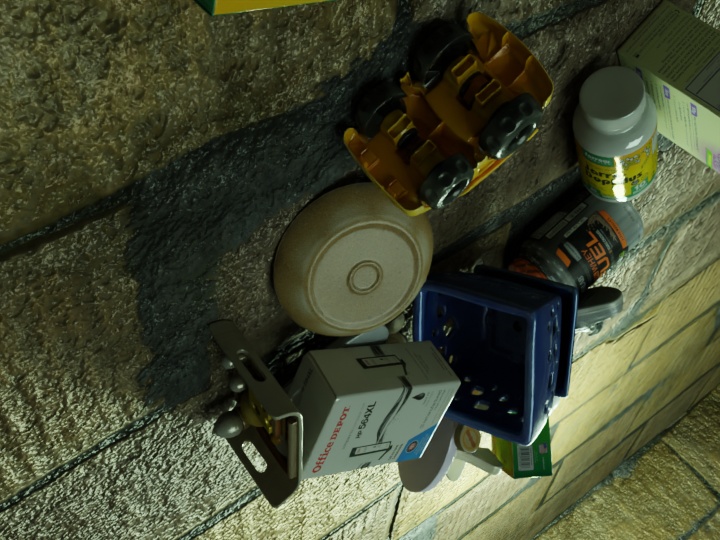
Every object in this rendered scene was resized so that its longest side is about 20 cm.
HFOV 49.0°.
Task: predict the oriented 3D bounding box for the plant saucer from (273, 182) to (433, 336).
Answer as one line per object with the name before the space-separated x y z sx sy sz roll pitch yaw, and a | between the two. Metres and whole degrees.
plant saucer | 0.000 0.000 0.902 0.197 0.036 0.203 -11 124 -17

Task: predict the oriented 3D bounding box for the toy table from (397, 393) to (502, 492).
toy table | 0.155 0.295 1.394 0.115 0.185 0.202 6 126 -33

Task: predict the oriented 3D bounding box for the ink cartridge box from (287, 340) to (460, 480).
ink cartridge box | 0.007 0.174 1.000 0.197 0.085 0.148 -2 129 -36

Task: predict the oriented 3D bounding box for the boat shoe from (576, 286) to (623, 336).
boat shoe | 0.344 0.080 1.263 0.074 0.065 0.201 -37 -175 -38

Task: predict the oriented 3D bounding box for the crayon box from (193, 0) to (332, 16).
crayon box | -0.058 -0.287 0.546 0.117 0.058 0.202 -20 141 -34

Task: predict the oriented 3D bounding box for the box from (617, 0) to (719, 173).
box | 0.469 -0.243 1.087 0.097 0.200 0.176 -45 148 4

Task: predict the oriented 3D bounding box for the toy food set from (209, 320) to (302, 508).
toy food set | -0.130 0.171 0.917 0.060 0.144 0.202 -26 145 -26

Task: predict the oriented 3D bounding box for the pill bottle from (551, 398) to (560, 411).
pill bottle | 0.321 0.255 1.583 0.198 0.112 0.112 2 127 -50

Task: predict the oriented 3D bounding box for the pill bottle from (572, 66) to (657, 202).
pill bottle | 0.355 -0.188 1.100 0.113 0.113 0.200 -43 150 -2

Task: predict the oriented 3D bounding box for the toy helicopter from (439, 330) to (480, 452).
toy helicopter | 0.167 0.193 1.288 0.130 0.078 0.204 7 80 -33

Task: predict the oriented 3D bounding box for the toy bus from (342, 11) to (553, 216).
toy bus | 0.095 -0.141 0.854 0.199 0.136 0.192 -41 165 -2

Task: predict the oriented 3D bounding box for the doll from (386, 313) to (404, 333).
doll | 0.024 0.035 1.028 0.135 0.049 0.201 -30 150 0

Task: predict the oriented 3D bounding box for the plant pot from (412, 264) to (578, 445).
plant pot | 0.202 0.102 1.143 0.178 0.198 0.204 -21 117 -47

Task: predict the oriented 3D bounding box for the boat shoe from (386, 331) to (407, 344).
boat shoe | 0.016 0.168 1.166 0.065 0.071 0.202 -16 135 -61

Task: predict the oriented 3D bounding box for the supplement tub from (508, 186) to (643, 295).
supplement tub | 0.337 -0.035 1.249 0.199 0.123 0.123 -41 149 -7

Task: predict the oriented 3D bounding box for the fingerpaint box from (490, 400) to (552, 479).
fingerpaint box | 0.274 0.245 1.380 0.072 0.204 0.167 -2 175 -3

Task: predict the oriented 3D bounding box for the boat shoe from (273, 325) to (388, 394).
boat shoe | -0.054 0.121 1.015 0.199 0.057 0.069 -39 141 2
